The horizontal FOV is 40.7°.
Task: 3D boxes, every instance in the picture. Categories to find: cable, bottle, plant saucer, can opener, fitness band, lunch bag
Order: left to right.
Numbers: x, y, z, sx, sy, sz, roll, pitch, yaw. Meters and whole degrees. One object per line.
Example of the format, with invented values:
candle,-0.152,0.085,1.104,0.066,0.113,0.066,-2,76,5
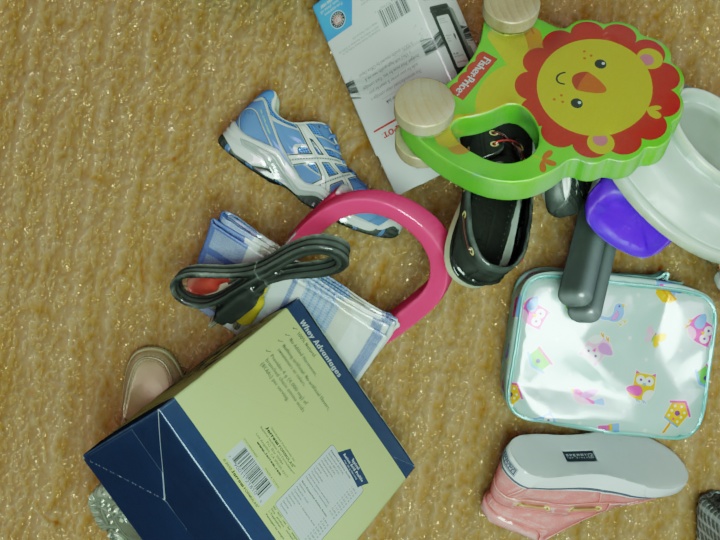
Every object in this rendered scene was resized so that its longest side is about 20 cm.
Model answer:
cable,-0.095,-0.002,0.867,0.097,0.051,0.200,34,134,-26
fitness band,0.000,0.000,0.913,0.143,0.037,0.200,40,132,-10
can opener,0.215,-0.042,0.919,0.066,0.053,0.201,-8,51,33
lunch bag,0.241,0.075,0.943,0.199,0.077,0.162,7,90,1
bottle,0.264,-0.099,0.889,0.083,0.200,0.065,32,137,-2
plant saucer,0.291,-0.100,0.826,0.200,0.200,0.050,41,136,0

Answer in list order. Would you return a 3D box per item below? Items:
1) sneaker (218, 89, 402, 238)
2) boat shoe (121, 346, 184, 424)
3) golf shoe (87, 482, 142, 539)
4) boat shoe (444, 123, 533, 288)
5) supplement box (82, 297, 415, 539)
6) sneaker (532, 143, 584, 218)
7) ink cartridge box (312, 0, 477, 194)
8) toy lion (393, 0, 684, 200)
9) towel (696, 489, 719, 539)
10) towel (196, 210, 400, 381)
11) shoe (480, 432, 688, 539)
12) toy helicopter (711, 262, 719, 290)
sneaker,-0.039,-0.100,0.946,0.199,0.076,0.077,33,90,-4
boat shoe,-0.205,0.178,0.964,0.071,0.065,0.201,-3,92,2
golf shoe,-0.172,0.234,0.928,0.078,0.098,0.200,-13,136,36
boat shoe,0.120,-0.086,0.831,0.073,0.063,0.203,15,73,-18
supplement box,-0.093,0.171,0.870,0.134,0.200,0.201,-31,95,41
sneaker,0.159,-0.130,0.921,0.080,0.074,0.201,-16,57,12
ink cartridge box,0.050,-0.187,0.919,0.116,0.068,0.201,-22,91,43
toy lion,0.152,-0.133,0.781,0.191,0.069,0.200,34,69,18
towel,0.358,0.303,0.885,0.085,0.200,0.167,7,91,2
towel,-0.070,0.038,0.936,0.199,0.147,0.024,32,49,2
shoe,0.218,0.213,0.956,0.199,0.072,0.091,5,129,-18
toy helicopter,0.367,-0.004,0.921,0.200,0.133,0.079,40,122,-17
